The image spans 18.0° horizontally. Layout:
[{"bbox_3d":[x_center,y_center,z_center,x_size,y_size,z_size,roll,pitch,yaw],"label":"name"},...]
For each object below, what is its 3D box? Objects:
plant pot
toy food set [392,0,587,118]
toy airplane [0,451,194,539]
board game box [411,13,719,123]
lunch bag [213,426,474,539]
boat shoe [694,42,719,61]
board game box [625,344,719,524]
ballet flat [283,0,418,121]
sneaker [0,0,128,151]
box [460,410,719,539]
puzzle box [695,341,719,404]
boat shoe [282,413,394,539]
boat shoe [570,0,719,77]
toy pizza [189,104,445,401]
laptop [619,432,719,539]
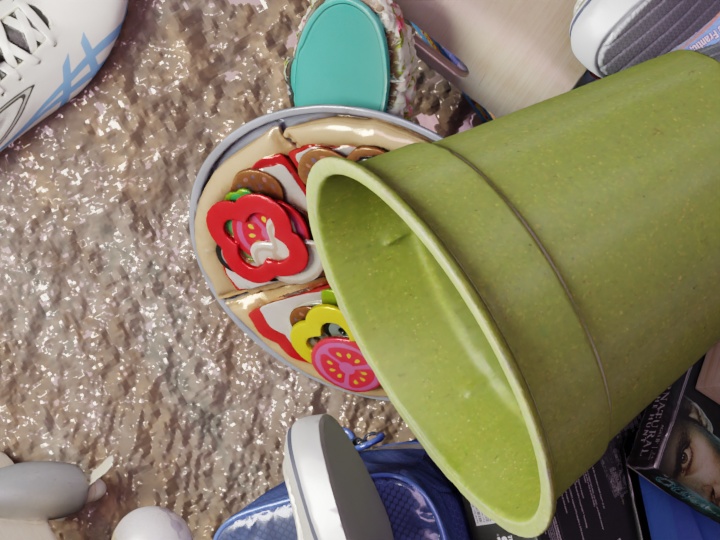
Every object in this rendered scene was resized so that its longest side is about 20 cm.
[{"bbox_3d":[0.106,-0.008,1.079,0.189,0.200,0.201,-30,91,-16],"label":"plant pot"},{"bbox_3d":[0.093,-0.190,1.198,0.143,0.060,0.200,37,82,-1],"label":"toy food set"},{"bbox_3d":[-0.148,0.174,1.181,0.200,0.199,0.141,42,100,1],"label":"toy airplane"},{"bbox_3d":[0.149,-0.139,1.249,0.200,0.056,0.196,-37,90,0],"label":"board game box"},{"bbox_3d":[0.014,0.181,1.216,0.135,0.132,0.201,-15,89,19],"label":"lunch bag"},{"bbox_3d":[0.146,-0.061,1.196,0.199,0.072,0.062,-25,109,7],"label":"boat shoe"},{"bbox_3d":[0.226,0.042,1.202,0.135,0.028,0.201,30,70,-26],"label":"board game box"},{"bbox_3d":[-0.001,-0.082,1.203,0.075,0.201,0.064,29,48,19],"label":"ballet flat"},{"bbox_3d":[-0.204,-0.104,1.241,0.200,0.072,0.072,-42,89,-1],"label":"sneaker"},{"bbox_3d":[0.133,0.159,1.207,0.043,0.160,0.201,-15,92,41],"label":"box"},{"bbox_3d":[0.259,0.003,1.195,0.133,0.025,0.201,31,69,-26],"label":"puzzle box"},{"bbox_3d":[-0.014,0.173,1.122,0.069,0.071,0.201,-16,96,16],"label":"boat shoe"},{"bbox_3d":[0.172,-0.180,1.141,0.200,0.072,0.062,-43,64,-8],"label":"boat shoe"},{"bbox_3d":[0.000,0.000,1.201,0.199,0.032,0.201,12,132,13],"label":"toy pizza"},{"bbox_3d":[0.248,0.155,1.224,0.199,0.103,0.178,-11,87,0],"label":"laptop"}]
